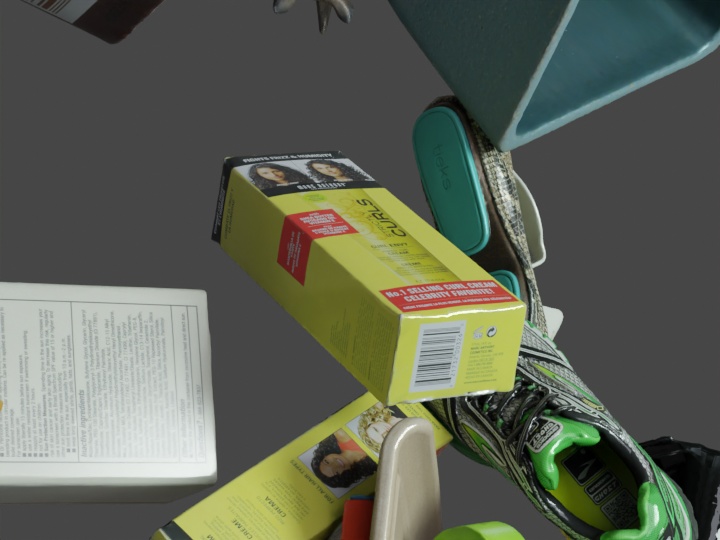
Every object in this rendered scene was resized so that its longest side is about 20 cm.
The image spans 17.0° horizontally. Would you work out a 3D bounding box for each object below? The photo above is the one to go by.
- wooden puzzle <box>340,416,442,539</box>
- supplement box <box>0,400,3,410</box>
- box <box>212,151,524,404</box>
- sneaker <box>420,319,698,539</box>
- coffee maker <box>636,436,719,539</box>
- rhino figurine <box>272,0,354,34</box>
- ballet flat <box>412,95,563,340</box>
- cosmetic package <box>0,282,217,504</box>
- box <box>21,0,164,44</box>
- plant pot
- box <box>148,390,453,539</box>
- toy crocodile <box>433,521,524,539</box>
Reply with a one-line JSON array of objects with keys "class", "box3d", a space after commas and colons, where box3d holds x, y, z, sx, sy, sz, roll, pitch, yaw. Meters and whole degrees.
[{"class": "wooden puzzle", "box3d": [0.004, 0.192, 1.181, 0.037, 0.185, 0.200, 8, 65, 8]}, {"class": "supplement box", "box3d": [-0.265, 0.048, 1.077, 0.200, 0.067, 0.069, 18, 85, 21]}, {"class": "box", "box3d": [0.000, 0.000, 1.217, 0.075, 0.200, 0.050, -4, 117, -27]}, {"class": "sneaker", "box3d": [0.093, 0.076, 1.233, 0.200, 0.085, 0.078, 40, 84, 20]}, {"class": "coffee maker", "box3d": [0.163, 0.205, 1.298, 0.192, 0.135, 0.200, 17, 66, 4]}, {"class": "rhino figurine", "box3d": [-0.019, -0.207, 1.286, 0.060, 0.200, 0.087, 6, 43, 1]}, {"class": "ballet flat", "box3d": [0.077, -0.001, 1.338, 0.075, 0.068, 0.200, 6, 71, -46]}, {"class": "cosmetic package", "box3d": [-0.176, 0.062, 1.182, 0.200, 0.073, 0.104, 3, 75, -26]}, {"class": "box", "box3d": [-0.141, -0.255, 1.234, 0.166, 0.164, 0.200, 23, 67, -20]}, {"class": "plant pot", "box3d": [0.107, -0.223, 1.332, 0.196, 0.196, 0.200, -26, 62, -37]}, {"class": "box", "box3d": [-0.039, 0.124, 1.194, 0.050, 0.075, 0.200, 45, 38, 12]}, {"class": "toy crocodile", "box3d": [0.095, 0.213, 1.178, 0.068, 0.062, 0.200, -23, 87, -61]}]
